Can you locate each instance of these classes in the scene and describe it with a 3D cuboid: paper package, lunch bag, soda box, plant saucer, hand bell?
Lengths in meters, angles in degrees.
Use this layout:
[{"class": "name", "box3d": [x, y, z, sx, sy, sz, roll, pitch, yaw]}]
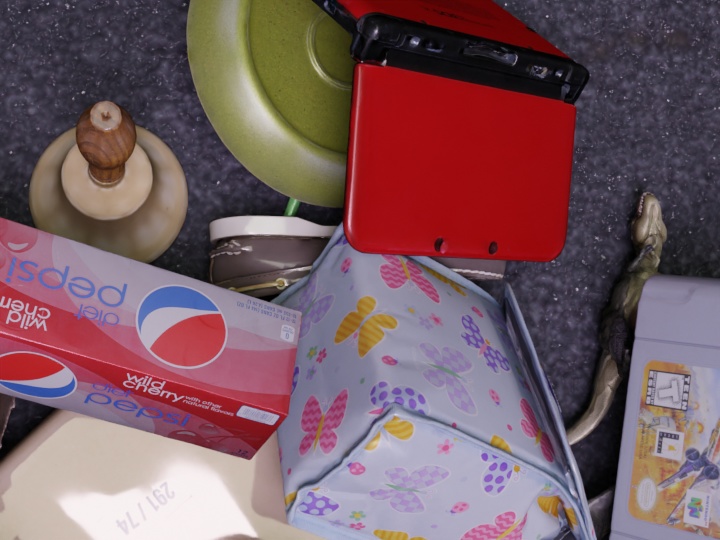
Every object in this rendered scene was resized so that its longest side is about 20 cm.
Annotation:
[{"class": "paper package", "box3d": [-0.122, 0.156, 0.741, 0.200, 0.103, 0.191, -43, 91, -14]}, {"class": "lunch bag", "box3d": [0.052, 0.084, 0.728, 0.200, 0.170, 0.127, 30, 119, -30]}, {"class": "soda box", "box3d": [-0.135, 0.034, 0.648, 0.199, 0.063, 0.070, 18, 53, -17]}, {"class": "plant saucer", "box3d": [-0.017, -0.143, 0.804, 0.200, 0.031, 0.201, 6, 78, -32]}, {"class": "hand bell", "box3d": [-0.149, -0.062, 0.718, 0.104, 0.200, 0.104, 1, 82, -11]}]

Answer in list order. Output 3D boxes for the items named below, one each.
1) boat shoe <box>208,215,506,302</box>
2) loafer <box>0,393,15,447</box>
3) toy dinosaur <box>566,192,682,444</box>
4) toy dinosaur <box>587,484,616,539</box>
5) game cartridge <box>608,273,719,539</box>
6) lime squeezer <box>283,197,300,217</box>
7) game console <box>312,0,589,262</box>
[{"class": "boat shoe", "box3d": [0.000, 0.000, 0.803, 0.199, 0.072, 0.060, 2, 81, -6]}, {"class": "loafer", "box3d": [-0.219, 0.103, 0.649, 0.071, 0.073, 0.201, -1, 63, 34]}, {"class": "toy dinosaur", "box3d": [0.183, 0.041, 0.818, 0.047, 0.088, 0.200, 30, 76, -16]}, {"class": "toy dinosaur", "box3d": [0.151, 0.176, 0.806, 0.200, 0.047, 0.088, -38, 121, 1]}, {"class": "game cartridge", "box3d": [0.211, 0.104, 0.701, 0.041, 0.133, 0.201, 9, 87, -35]}, {"class": "lime squeezer", "box3d": [-0.046, -0.140, 0.832, 0.070, 0.038, 0.201, -16, 86, -13]}, {"class": "game console", "box3d": [0.039, -0.103, 0.769, 0.200, 0.172, 0.119, 3, 124, -44]}]
